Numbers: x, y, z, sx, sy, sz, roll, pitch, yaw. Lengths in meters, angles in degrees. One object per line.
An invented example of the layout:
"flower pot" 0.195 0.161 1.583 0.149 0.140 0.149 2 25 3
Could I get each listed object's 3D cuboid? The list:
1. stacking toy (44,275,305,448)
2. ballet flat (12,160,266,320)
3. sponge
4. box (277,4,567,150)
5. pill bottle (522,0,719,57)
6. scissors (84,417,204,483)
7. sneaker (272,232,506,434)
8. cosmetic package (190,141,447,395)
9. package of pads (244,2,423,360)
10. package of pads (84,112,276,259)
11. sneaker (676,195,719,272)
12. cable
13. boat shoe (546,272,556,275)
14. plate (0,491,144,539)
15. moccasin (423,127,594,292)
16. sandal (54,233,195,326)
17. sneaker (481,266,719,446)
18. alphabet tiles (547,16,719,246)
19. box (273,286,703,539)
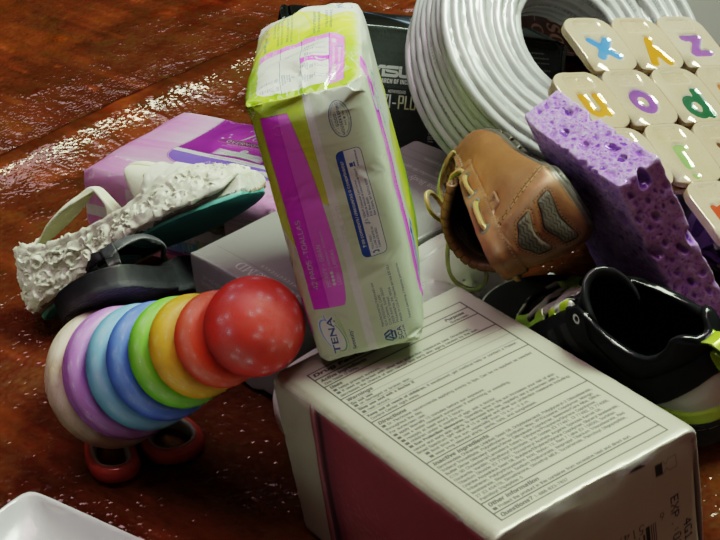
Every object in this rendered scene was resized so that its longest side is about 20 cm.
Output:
"stacking toy" -0.099 0.048 1.032 0.085 0.085 0.200 -33 8 -36
"ballet flat" -0.158 -0.035 1.236 0.200 0.072 0.072 -29 23 22
"sponge" 0.164 -0.001 1.036 0.030 0.200 0.112 -36 32 -6
"box" 0.036 -0.139 1.340 0.200 0.086 0.164 5 11 -3
"pill bottle" 0.196 -0.232 1.517 0.200 0.116 0.116 13 36 34
"scissors" -0.143 0.072 1.177 0.073 0.014 0.200 -12 30 -4
"sneaker" 0.044 0.044 1.107 0.200 0.075 0.088 -42 28 -30
"cosmetic package" 0.000 0.000 1.194 0.200 0.090 0.107 -27 37 -34
"package of pads" -0.013 -0.059 1.032 0.068 0.155 0.200 -14 19 4
"package of pads" -0.087 -0.053 1.319 0.200 0.076 0.120 13 35 33
"sneaker" 0.221 -0.017 1.197 0.083 0.081 0.200 -35 27 -17
"cable" 0.130 -0.138 1.206 0.200 0.069 0.200 35 58 -6
"boat shoe" 0.131 0.078 1.054 0.057 0.069 0.200 -41 34 12
"plate" -0.173 0.203 0.937 0.200 0.032 0.200 15 36 37
"moccasin" 0.075 -0.032 1.065 0.078 0.074 0.201 -35 19 0
"sandal" -0.148 0.002 1.185 0.076 0.043 0.200 -19 -1 9
"sneaker" 0.133 0.023 0.980 0.072 0.083 0.200 -42 36 -22
"alphabet tiles" 0.212 -0.088 1.134 0.200 0.015 0.196 -6 50 -35
"box" 0.065 0.110 0.956 0.128 0.109 0.200 -25 32 -24
